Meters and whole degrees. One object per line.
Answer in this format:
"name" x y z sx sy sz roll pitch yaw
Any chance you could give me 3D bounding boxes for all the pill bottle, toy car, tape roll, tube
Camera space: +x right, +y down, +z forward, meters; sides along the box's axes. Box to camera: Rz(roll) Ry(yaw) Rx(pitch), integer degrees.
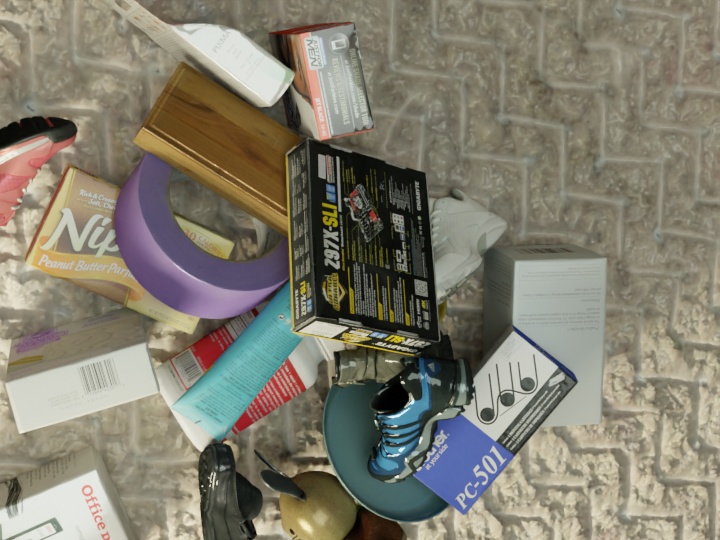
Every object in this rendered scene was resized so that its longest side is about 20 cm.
"pill bottle" -0.122 0.107 1.456 0.200 0.112 0.112 -32 105 -6
"toy car" -0.058 0.293 1.478 0.158 0.164 0.200 -41 104 -4
"tape roll" -0.155 -0.055 1.383 0.200 0.085 0.200 12 62 -23
"tube" -0.110 0.090 1.374 0.077 0.050 0.200 40 92 -29

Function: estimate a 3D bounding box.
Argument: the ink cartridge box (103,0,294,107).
"ink cartridge box" -0.174 -0.246 1.355 0.200 0.161 0.050 39 85 -17

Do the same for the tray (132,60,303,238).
"tray" -0.127 -0.124 1.358 0.200 0.037 0.099 32 56 -12

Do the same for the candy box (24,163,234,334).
"candy box" -0.254 -0.023 1.429 0.200 0.055 0.116 25 92 -16

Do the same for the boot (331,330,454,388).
"boot" 0.038 0.109 1.474 0.130 0.200 0.068 -9 74 9

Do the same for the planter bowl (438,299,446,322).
"planter bowl" 0.000 0.000 1.456 0.083 0.200 0.200 -36 109 28

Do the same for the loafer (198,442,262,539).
"loafer" -0.145 0.253 1.456 0.070 0.068 0.201 -7 143 -10

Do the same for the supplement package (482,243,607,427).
"supplement package" 0.214 0.075 1.529 0.117 0.117 0.200 -1 100 -13

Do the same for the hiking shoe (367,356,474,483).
"hiking shoe" 0.043 0.154 1.393 0.087 0.074 0.200 15 131 -19

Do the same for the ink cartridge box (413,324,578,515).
"ink cartridge box" 0.143 0.168 1.455 0.094 0.044 0.200 38 99 -3

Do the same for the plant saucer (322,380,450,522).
"plant saucer" 0.037 0.197 1.506 0.200 0.027 0.200 16 58 -28

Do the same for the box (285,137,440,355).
"box" 0.002 -0.023 1.339 0.160 0.049 0.200 12 63 -33

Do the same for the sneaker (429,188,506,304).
"sneaker" 0.090 -0.031 1.465 0.099 0.200 0.078 43 121 -1

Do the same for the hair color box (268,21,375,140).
"hair color box" -0.044 -0.203 1.374 0.064 0.200 0.111 -14 102 -11

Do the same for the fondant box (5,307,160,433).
"fondant box" -0.294 0.099 1.366 0.144 0.200 0.058 -16 101 -10

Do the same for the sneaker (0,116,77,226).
"sneaker" -0.385 -0.095 1.389 0.200 0.074 0.087 -28 119 -4

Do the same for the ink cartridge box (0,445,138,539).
"ink cartridge box" -0.359 0.307 1.447 0.200 0.084 0.146 -23 104 -8
